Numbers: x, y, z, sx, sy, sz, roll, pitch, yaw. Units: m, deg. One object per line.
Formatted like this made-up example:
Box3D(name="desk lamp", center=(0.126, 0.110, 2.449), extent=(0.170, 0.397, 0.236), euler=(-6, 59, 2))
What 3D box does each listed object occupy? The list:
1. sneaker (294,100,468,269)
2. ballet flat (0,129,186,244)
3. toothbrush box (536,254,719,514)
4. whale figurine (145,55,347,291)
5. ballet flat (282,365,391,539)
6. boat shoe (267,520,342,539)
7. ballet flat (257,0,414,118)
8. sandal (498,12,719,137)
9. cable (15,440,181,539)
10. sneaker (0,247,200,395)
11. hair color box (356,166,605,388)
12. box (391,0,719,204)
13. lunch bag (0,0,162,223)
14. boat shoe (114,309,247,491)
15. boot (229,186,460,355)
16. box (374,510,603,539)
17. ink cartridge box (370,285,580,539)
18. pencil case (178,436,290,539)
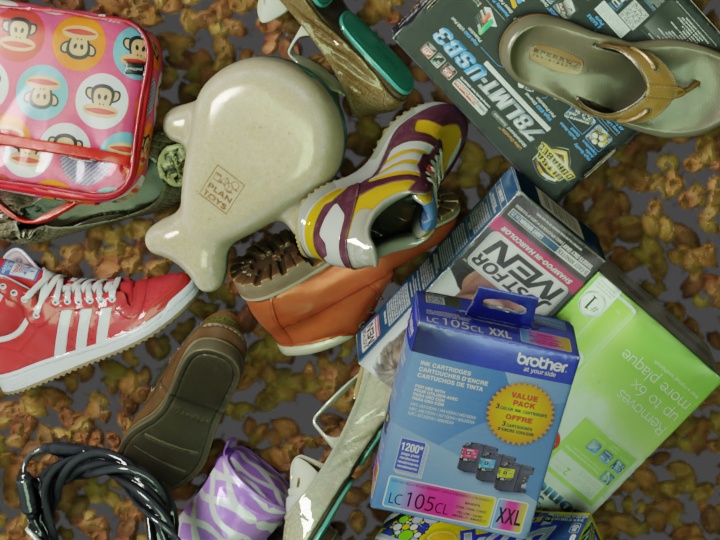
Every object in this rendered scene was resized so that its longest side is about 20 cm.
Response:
Box3D(name="sneaker", center=(0.041, -0.063, 1.502), extent=(0.090, 0.200, 0.075), euler=(18, 138, 38))
Box3D(name="ballet flat", center=(-0.220, -0.066, 1.580), extent=(0.199, 0.046, 0.068), euler=(-16, 105, 7))
Box3D(name="toothbrush box", center=(0.184, 0.104, 1.591), extent=(0.146, 0.086, 0.200), euler=(41, 105, -9))
Box3D(name="whale figurine", center=(-0.093, -0.082, 1.542), extent=(0.159, 0.104, 0.200), euler=(35, 107, 5))
Box3D(name="ballet flat", center=(-0.025, 0.160, 1.609), extent=(0.062, 0.067, 0.200), euler=(32, 77, 4))
Box3D(name="boat shoe", center=(-0.086, 0.300, 1.664), extent=(0.072, 0.076, 0.200), euler=(42, 105, -11))
Box3D(name="ballet flat", center=(-0.038, -0.205, 1.532), extent=(0.072, 0.068, 0.200), euler=(-30, 107, 29))
Box3D(name="sandal", center=(0.207, -0.152, 1.487), extent=(0.199, 0.054, 0.081), euler=(15, 106, -3))
Box3D(name="cable", center=(-0.226, 0.231, 1.610), extent=(0.199, 0.051, 0.164), euler=(3, 94, 41))
Box3D(name="sneaker", center=(-0.244, 0.020, 1.592), extent=(0.199, 0.071, 0.113), euler=(-24, 107, 11))
Box3D(name="hair color box", center=(0.097, 0.024, 1.547), extent=(0.100, 0.061, 0.200), euler=(37, 108, -17))
Box3D(name="box", center=(0.162, -0.190, 1.529), extent=(0.198, 0.050, 0.200), euler=(-43, 101, 13))
Box3D(name="lunch bag", center=(-0.268, -0.127, 1.531), extent=(0.199, 0.082, 0.177), euler=(8, 92, 3))
Box3D(name="boat shoe", center=(-0.149, 0.117, 1.619), extent=(0.072, 0.068, 0.200), euler=(29, 126, -14))
Box3D(name="boot", center=(0.000, 0.000, 1.586), extent=(0.199, 0.075, 0.107), euler=(-24, 123, 3))
Box3D(name="box", center=(0.108, 0.246, 1.589), extent=(0.199, 0.070, 0.064), euler=(-3, 129, 36))
Box3D(name="ink cartridge box", center=(0.093, 0.101, 1.504), extent=(0.136, 0.076, 0.201), euler=(11, 109, -4))
Box3D(name="pencil case", center=(-0.145, 0.246, 1.649), extent=(0.085, 0.084, 0.200), euler=(44, 102, 8))
